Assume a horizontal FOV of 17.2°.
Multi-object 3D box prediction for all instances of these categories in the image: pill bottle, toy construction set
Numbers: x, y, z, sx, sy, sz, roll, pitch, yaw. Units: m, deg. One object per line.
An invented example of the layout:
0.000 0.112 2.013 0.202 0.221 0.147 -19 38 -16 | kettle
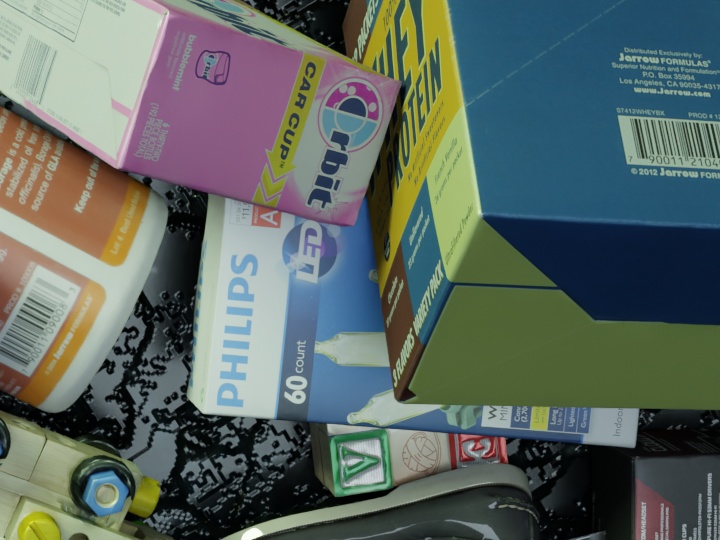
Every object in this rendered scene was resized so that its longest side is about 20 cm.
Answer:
-0.195 -0.029 1.052 0.199 0.112 0.113 29 90 -12 | pill bottle
-0.158 0.131 1.046 0.199 0.092 0.132 21 96 -36 | toy construction set

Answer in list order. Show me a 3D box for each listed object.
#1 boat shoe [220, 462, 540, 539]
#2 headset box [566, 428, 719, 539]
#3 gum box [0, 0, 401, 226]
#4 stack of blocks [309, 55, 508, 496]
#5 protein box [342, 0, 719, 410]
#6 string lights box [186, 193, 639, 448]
-0.009 0.151 1.107 0.198 0.073 0.063 -19 58 4 | boat shoe
0.196 0.155 1.165 0.198 0.077 0.150 -1 96 -10 | headset box
-0.086 -0.088 1.007 0.113 0.200 0.067 13 101 -35 | gum box
0.000 0.000 1.119 0.114 0.059 0.202 -8 97 -10 | stack of blocks
0.110 -0.062 0.993 0.197 0.135 0.201 2 55 -15 | protein box
0.027 0.019 1.065 0.198 0.059 0.104 5 94 -13 | string lights box
